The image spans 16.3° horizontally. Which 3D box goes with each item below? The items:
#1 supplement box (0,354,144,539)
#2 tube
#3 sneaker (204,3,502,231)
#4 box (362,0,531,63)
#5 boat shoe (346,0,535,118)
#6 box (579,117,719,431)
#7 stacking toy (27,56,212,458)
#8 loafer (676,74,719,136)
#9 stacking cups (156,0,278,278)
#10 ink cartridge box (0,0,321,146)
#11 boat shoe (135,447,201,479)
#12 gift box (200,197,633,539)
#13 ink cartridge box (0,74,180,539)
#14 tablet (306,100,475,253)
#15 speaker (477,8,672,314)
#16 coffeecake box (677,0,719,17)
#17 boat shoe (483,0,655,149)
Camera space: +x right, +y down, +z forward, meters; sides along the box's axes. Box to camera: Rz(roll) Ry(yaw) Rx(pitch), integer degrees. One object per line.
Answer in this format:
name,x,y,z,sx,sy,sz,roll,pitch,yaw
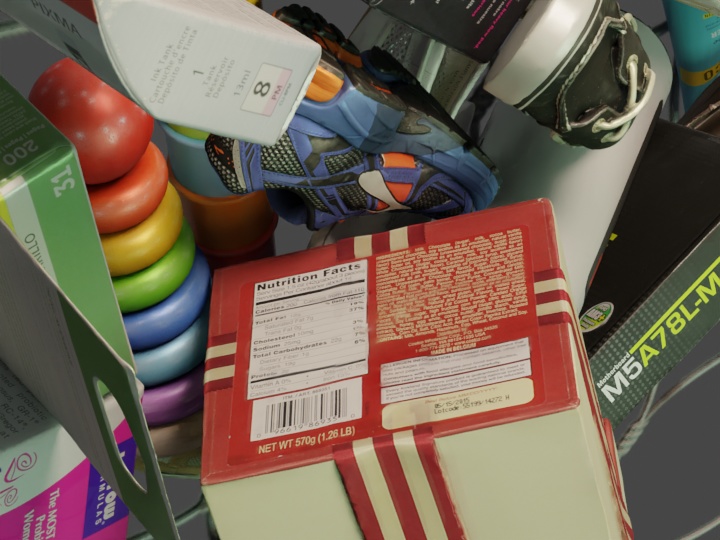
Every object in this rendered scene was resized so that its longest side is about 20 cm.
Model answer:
supplement box,-0.200,0.093,1.053,0.199,0.103,0.102,-26,140,-37
tube,0.191,-0.150,1.362,0.077,0.050,0.200,-40,153,-4
sneaker,-0.006,-0.054,1.093,0.078,0.075,0.200,-45,150,12
box,0.040,-0.209,1.020,0.201,0.132,0.115,-55,152,8
boat shoe,0.064,-0.141,1.178,0.071,0.069,0.201,9,116,-55
box,0.109,0.005,1.275,0.193,0.200,0.048,-47,115,-7
stacking toy,-0.102,-0.012,1.098,0.085,0.085,0.201,-34,140,-25
loafer,0.193,-0.048,1.372,0.200,0.073,0.071,-39,-165,16
stacking cups,-0.064,-0.065,1.115,0.060,0.060,0.201,-36,151,-22
ink cartridge box,-0.131,-0.109,0.874,0.199,0.162,0.057,4,115,-54
boat shoe,-0.051,0.082,1.278,0.076,0.072,0.199,-47,144,22
gift box,0.024,0.109,1.072,0.183,0.201,0.188,-10,124,11
ink cartridge box,-0.116,0.009,0.977,0.048,0.200,0.146,-35,145,-19
tablet,0.000,0.000,1.223,0.200,0.014,0.131,-42,158,-59
speaker,0.089,-0.040,1.227,0.082,0.081,0.201,90,20,-46
coffeecake box,0.151,-0.212,1.143,0.154,0.073,0.200,-69,160,2
boat shoe,0.098,-0.090,1.090,0.071,0.064,0.200,-55,177,3
